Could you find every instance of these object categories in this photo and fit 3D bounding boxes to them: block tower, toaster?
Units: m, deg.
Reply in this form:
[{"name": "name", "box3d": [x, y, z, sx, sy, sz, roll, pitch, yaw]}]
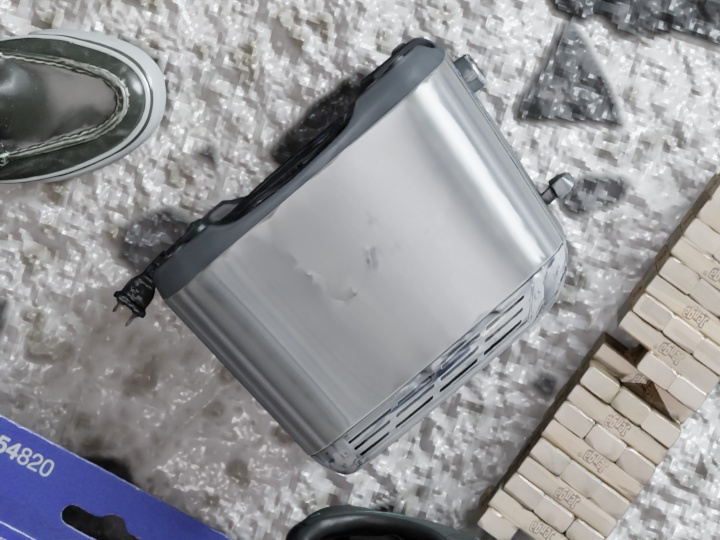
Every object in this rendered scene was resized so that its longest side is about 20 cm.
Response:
[{"name": "block tower", "box3d": [0.132, 0.046, 1.378, 0.058, 0.054, 0.200, 36, 98, 0]}, {"name": "toaster", "box3d": [0.000, 0.000, 1.353, 0.200, 0.114, 0.129, -40, 95, 5]}]

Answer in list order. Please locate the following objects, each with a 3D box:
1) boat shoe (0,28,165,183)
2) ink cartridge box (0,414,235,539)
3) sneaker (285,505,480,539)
[{"name": "boat shoe", "box3d": [-0.190, -0.070, 1.382, 0.199, 0.064, 0.071, -5, 96, 5]}, {"name": "ink cartridge box", "box3d": [-0.152, 0.188, 1.385, 0.199, 0.041, 0.201, 29, 98, -22]}, {"name": "sneaker", "box3d": [0.053, 0.161, 1.364, 0.199, 0.079, 0.076, 19, 78, 11]}]
